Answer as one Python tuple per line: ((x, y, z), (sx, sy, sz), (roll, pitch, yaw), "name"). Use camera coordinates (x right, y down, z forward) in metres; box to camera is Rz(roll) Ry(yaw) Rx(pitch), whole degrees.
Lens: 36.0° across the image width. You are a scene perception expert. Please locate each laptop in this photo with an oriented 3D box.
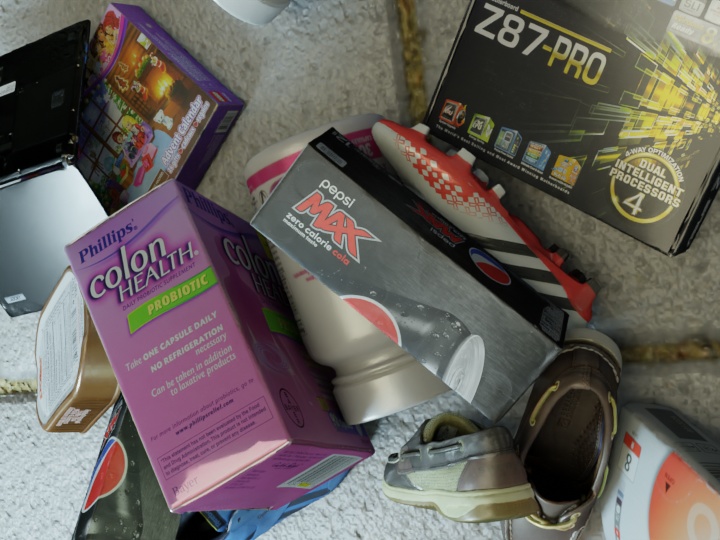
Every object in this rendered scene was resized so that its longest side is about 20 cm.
((-0.269, -0.082, 0.948), (0.176, 0.103, 0.201), (-13, 66, 31), "laptop")

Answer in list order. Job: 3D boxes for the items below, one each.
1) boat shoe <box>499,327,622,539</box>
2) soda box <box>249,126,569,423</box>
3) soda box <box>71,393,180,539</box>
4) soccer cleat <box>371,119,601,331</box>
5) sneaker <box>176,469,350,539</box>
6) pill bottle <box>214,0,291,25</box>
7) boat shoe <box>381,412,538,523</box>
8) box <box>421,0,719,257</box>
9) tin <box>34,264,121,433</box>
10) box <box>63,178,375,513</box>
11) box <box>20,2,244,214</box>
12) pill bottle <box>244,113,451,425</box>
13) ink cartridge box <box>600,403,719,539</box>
((0.132, 0.137, 0.750), (0.071, 0.060, 0.201), (14, 120, 7), "boat shoe")
((0.032, 0.001, 0.698), (0.200, 0.063, 0.071), (39, 111, 0), "soda box")
((-0.177, 0.177, 0.869), (0.070, 0.201, 0.063), (23, 144, -18), "soda box")
((0.072, -0.018, 0.747), (0.200, 0.069, 0.085), (43, 92, -7), "soccer cleat")
((-0.079, 0.174, 0.888), (0.200, 0.078, 0.066), (-41, 76, 26), "sneaker")
((-0.032, -0.272, 0.770), (0.200, 0.116, 0.117), (-39, 79, 28), "pill bottle")
((0.065, 0.131, 0.762), (0.071, 0.201, 0.067), (0, 85, -15), "boat shoe")
((0.156, -0.125, 0.725), (0.199, 0.049, 0.162), (31, 110, 24), "box")
((-0.228, 0.064, 0.889), (0.200, 0.042, 0.113), (139, 131, -56), "tin")
((-0.095, 0.061, 0.794), (0.096, 0.176, 0.201), (-31, 71, 10), "box")
((-0.199, -0.102, 0.933), (0.137, 0.039, 0.200), (43, 116, 18), "box")
((0.000, 0.000, 0.795), (0.113, 0.113, 0.201), (-22, 88, 30), "pill bottle")
((0.193, 0.207, 0.701), (0.050, 0.162, 0.201), (10, 104, -15), "ink cartridge box")
